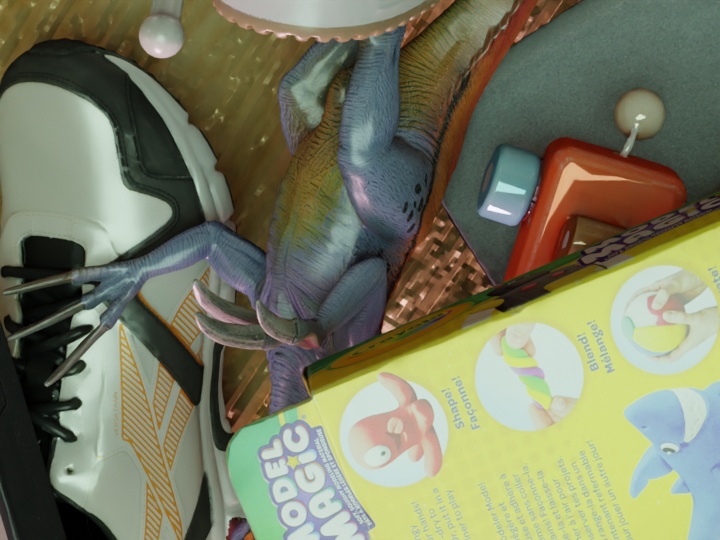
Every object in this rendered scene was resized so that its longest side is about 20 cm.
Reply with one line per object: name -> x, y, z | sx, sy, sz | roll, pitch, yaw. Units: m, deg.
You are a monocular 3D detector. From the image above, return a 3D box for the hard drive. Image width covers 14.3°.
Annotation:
hard drive -> 0.130, -0.039, 0.876 | 0.200, 0.033, 0.140 | -33, 83, 5

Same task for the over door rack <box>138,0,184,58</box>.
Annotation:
over door rack -> -0.117, -0.103, 0.795 | 0.147, 0.200, 0.067 | 10, 96, -4

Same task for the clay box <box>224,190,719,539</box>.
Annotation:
clay box -> 0.072, 0.053, 0.781 | 0.199, 0.048, 0.115 | -22, 100, 2

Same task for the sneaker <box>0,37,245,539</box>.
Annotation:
sneaker -> -0.082, 0.028, 0.895 | 0.074, 0.080, 0.201 | 3, 111, 35

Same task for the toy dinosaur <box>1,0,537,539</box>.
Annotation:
toy dinosaur -> 0.000, 0.000, 0.833 | 0.199, 0.105, 0.182 | -12, 112, -14

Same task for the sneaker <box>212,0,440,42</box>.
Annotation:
sneaker -> 0.021, -0.143, 0.784 | 0.070, 0.200, 0.109 | 13, 117, 19

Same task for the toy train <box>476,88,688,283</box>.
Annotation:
toy train -> 0.116, 0.044, 0.829 | 0.199, 0.056, 0.151 | 21, 101, -7

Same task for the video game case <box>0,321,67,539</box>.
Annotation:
video game case -> -0.167, 0.106, 0.915 | 0.180, 0.025, 0.201 | -3, 112, 31
